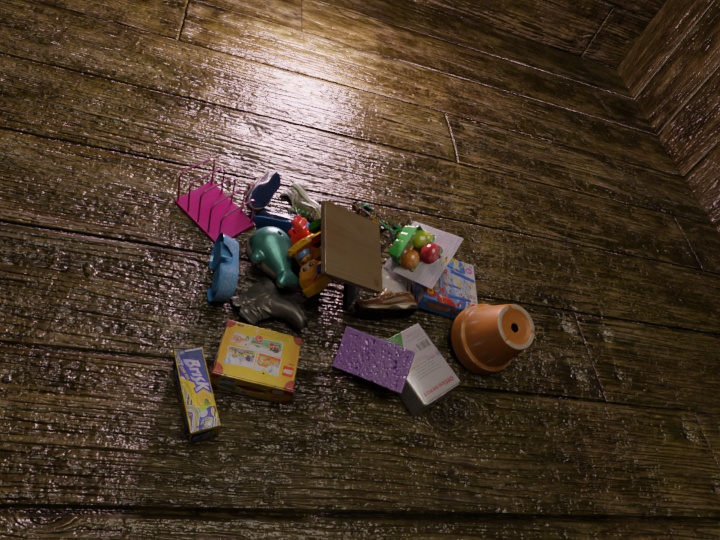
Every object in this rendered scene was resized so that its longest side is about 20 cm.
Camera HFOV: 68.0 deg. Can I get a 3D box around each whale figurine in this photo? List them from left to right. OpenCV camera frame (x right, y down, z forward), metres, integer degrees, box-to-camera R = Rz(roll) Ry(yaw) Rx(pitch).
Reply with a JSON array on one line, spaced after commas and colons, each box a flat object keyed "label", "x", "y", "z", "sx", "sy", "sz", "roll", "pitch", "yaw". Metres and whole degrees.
[{"label": "whale figurine", "x": -0.232, "y": -0.041, "z": 1.488, "sx": 0.158, "sy": 0.104, "sz": 0.201, "roll": 5, "pitch": 41, "yaw": -47}]

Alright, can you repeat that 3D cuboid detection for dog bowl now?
[{"label": "dog bowl", "x": -0.364, "y": -0.005, "z": 1.424, "sx": 0.049, "sy": 0.112, "sz": 0.203, "roll": 17, "pitch": 47, "yaw": -29}]

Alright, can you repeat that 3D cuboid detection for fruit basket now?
[{"label": "fruit basket", "x": 0.192, "y": -0.049, "z": 1.636, "sx": 0.198, "sy": 0.094, "sz": 0.187, "roll": 25, "pitch": 75, "yaw": 34}]

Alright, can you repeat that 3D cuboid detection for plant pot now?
[{"label": "plant pot", "x": 0.388, "y": 0.180, "z": 1.520, "sx": 0.197, "sy": 0.183, "sz": 0.204, "roll": 8, "pitch": 68, "yaw": -20}]

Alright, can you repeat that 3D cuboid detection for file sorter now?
[{"label": "file sorter", "x": -0.416, "y": -0.202, "z": 1.539, "sx": 0.200, "sy": 0.126, "sz": 0.139, "roll": 43, "pitch": 51, "yaw": 13}]

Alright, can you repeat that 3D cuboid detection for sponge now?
[{"label": "sponge", "x": 0.033, "y": 0.231, "z": 1.388, "sx": 0.197, "sy": 0.030, "sz": 0.113, "roll": 18, "pitch": 77, "yaw": 17}]

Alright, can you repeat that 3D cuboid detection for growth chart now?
[{"label": "growth chart", "x": 0.115, "y": 0.047, "z": 1.653, "sx": 0.143, "sy": 0.018, "sz": 0.202, "roll": 24, "pitch": 48, "yaw": -5}]

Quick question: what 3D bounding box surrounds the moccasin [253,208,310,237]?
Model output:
[{"label": "moccasin", "x": -0.222, "y": -0.152, "z": 1.621, "sx": 0.197, "sy": 0.081, "sz": 0.069, "roll": 19, "pitch": 43, "yaw": -10}]

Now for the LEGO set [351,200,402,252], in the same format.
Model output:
[{"label": "LEGO set", "x": 0.033, "y": -0.121, "z": 1.715, "sx": 0.198, "sy": 0.117, "sz": 0.154, "roll": 33, "pitch": 18, "yaw": -1}]

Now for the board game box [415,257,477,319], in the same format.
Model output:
[{"label": "board game box", "x": 0.269, "y": 0.047, "z": 1.685, "sx": 0.193, "sy": 0.056, "sz": 0.202, "roll": 18, "pitch": 48, "yaw": -17}]

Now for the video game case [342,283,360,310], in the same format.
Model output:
[{"label": "video game case", "x": 0.000, "y": 0.000, "z": 1.556, "sx": 0.019, "sy": 0.144, "sz": 0.201, "roll": 20, "pitch": 45, "yaw": 16}]

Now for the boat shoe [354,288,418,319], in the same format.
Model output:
[{"label": "boat shoe", "x": 0.072, "y": 0.094, "z": 1.553, "sx": 0.197, "sy": 0.076, "sz": 0.075, "roll": 1, "pitch": 60, "yaw": -26}]

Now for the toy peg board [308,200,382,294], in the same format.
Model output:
[{"label": "toy peg board", "x": -0.047, "y": -0.045, "z": 1.396, "sx": 0.198, "sy": 0.097, "sz": 0.203, "roll": 20, "pitch": 58, "yaw": -40}]

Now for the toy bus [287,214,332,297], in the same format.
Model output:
[{"label": "toy bus", "x": -0.136, "y": -0.054, "z": 1.476, "sx": 0.193, "sy": 0.135, "sz": 0.201, "roll": 50, "pitch": 23, "yaw": -18}]

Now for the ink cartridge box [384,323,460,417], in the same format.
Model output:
[{"label": "ink cartridge box", "x": 0.151, "y": 0.268, "z": 1.445, "sx": 0.144, "sy": 0.088, "sz": 0.201, "roll": -22, "pitch": 63, "yaw": -34}]

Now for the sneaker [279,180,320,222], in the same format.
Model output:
[{"label": "sneaker", "x": -0.185, "y": -0.189, "z": 1.685, "sx": 0.088, "sy": 0.077, "sz": 0.200, "roll": -29, "pitch": 63, "yaw": -24}]

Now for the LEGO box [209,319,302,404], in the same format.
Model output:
[{"label": "LEGO box", "x": -0.253, "y": 0.224, "z": 1.306, "sx": 0.197, "sy": 0.078, "sz": 0.151, "roll": 17, "pitch": 49, "yaw": -11}]

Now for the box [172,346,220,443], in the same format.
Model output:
[{"label": "box", "x": -0.376, "y": 0.279, "z": 1.217, "sx": 0.069, "sy": 0.065, "sz": 0.202, "roll": -6, "pitch": 56, "yaw": -28}]

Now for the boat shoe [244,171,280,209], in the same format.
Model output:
[{"label": "boat shoe", "x": -0.315, "y": -0.241, "z": 1.655, "sx": 0.071, "sy": 0.073, "sz": 0.201, "roll": -6, "pitch": 28, "yaw": 22}]

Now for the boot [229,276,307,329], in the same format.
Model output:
[{"label": "boot", "x": -0.246, "y": 0.115, "z": 1.415, "sx": 0.199, "sy": 0.068, "sz": 0.130, "roll": 38, "pitch": 52, "yaw": 19}]
